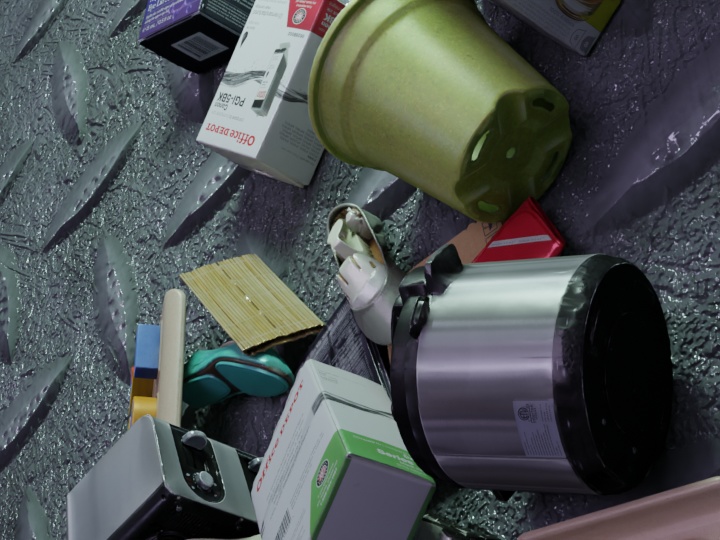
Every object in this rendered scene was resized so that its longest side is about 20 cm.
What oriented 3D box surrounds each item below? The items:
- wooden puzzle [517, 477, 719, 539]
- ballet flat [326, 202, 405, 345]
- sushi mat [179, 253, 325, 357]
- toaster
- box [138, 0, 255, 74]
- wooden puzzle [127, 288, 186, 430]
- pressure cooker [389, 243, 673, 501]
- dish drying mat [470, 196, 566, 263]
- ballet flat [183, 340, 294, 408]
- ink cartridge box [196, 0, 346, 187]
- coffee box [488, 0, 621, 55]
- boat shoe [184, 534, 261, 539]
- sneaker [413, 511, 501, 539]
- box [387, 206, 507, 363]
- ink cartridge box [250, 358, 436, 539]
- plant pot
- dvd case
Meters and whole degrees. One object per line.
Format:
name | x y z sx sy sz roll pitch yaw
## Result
wooden puzzle | 0.200 0.261 0.869 0.184 0.046 0.202 -25 58 33
ballet flat | 0.000 0.000 1.229 0.067 0.063 0.201 -47 28 17
sushi mat | -0.117 0.032 1.366 0.200 0.095 0.012 41 142 55
toaster | -0.175 0.253 1.247 0.200 0.180 0.119 -46 38 23
box | -0.189 -0.378 1.663 0.147 0.104 0.202 -12 62 48
wooden puzzle | -0.236 0.143 1.431 0.200 0.046 0.187 121 152 -55
pressure cooker | 0.113 0.076 0.963 0.198 0.178 0.178 -5 70 36
dish drying mat | 0.099 0.031 1.123 0.200 0.018 0.077 -50 40 19
ballet flat | -0.128 0.096 1.357 0.199 0.067 0.071 -17 40 51
ink cartridge box | -0.087 -0.211 1.465 0.146 0.082 0.202 20 86 52
coffee box | 0.142 -0.352 1.164 0.199 0.199 0.200 -57 37 11
boat shoe | -0.126 0.285 1.162 0.063 0.199 0.074 -115 26 -52
sneaker | 0.075 0.253 1.035 0.199 0.078 0.090 9 85 61
box | 0.088 0.064 1.152 0.163 0.021 0.202 -37 46 33
ink cartridge box | -0.021 0.183 1.080 0.200 0.084 0.147 -120 52 -69
plant pot | 0.084 -0.142 1.154 0.184 0.200 0.201 42 104 40
dvd case | -0.018 0.142 1.229 0.149 0.016 0.201 -54 36 29
